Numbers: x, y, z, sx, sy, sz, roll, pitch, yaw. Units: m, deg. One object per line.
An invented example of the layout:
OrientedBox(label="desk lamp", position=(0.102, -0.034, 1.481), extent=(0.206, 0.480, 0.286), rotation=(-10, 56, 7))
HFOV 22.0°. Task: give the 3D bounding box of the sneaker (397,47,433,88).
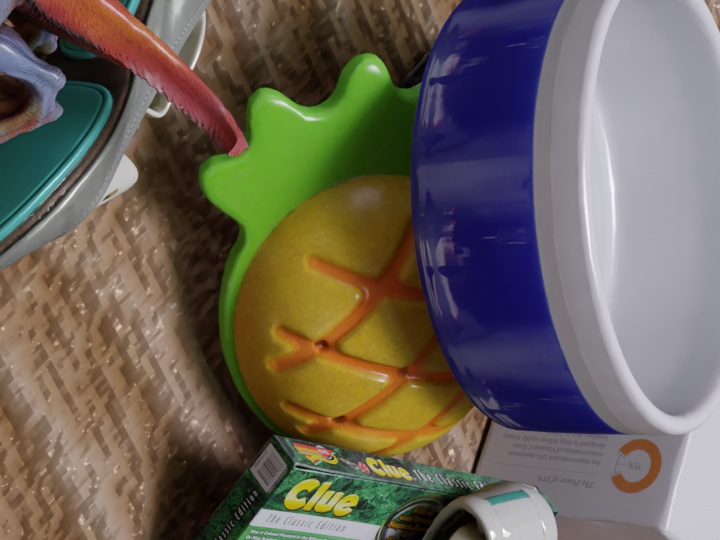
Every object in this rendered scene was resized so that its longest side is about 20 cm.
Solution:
OrientedBox(label="sneaker", position=(0.046, -0.073, 0.914), extent=(0.199, 0.089, 0.074), rotation=(-17, 136, -30))

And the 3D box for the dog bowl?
OrientedBox(label="dog bowl", position=(0.101, -0.029, 0.799), extent=(0.200, 0.078, 0.201), rotation=(9, 79, -60))

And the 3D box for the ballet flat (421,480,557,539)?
OrientedBox(label="ballet flat", position=(0.015, 0.178, 0.835), extent=(0.069, 0.069, 0.201), rotation=(18, 108, -48))

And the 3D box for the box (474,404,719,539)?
OrientedBox(label="box", position=(0.158, 0.058, 0.996), extent=(0.097, 0.124, 0.201), rotation=(39, 63, -43))

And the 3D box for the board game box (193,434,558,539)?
OrientedBox(label="board game box", position=(0.001, 0.132, 0.851), extent=(0.200, 0.023, 0.105), rotation=(18, 117, -49))

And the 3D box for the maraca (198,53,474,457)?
OrientedBox(label="maraca", position=(0.000, 0.000, 0.811), extent=(0.136, 0.107, 0.201), rotation=(-21, 125, -11))

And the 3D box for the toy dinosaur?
OrientedBox(label="toy dinosaur", position=(-0.135, -0.143, 0.639), extent=(0.182, 0.199, 0.105), rotation=(85, 15, -47))

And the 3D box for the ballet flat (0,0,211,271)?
OrientedBox(label="ballet flat", position=(-0.103, -0.066, 0.737), extent=(0.064, 0.067, 0.201), rotation=(52, 54, -47))
